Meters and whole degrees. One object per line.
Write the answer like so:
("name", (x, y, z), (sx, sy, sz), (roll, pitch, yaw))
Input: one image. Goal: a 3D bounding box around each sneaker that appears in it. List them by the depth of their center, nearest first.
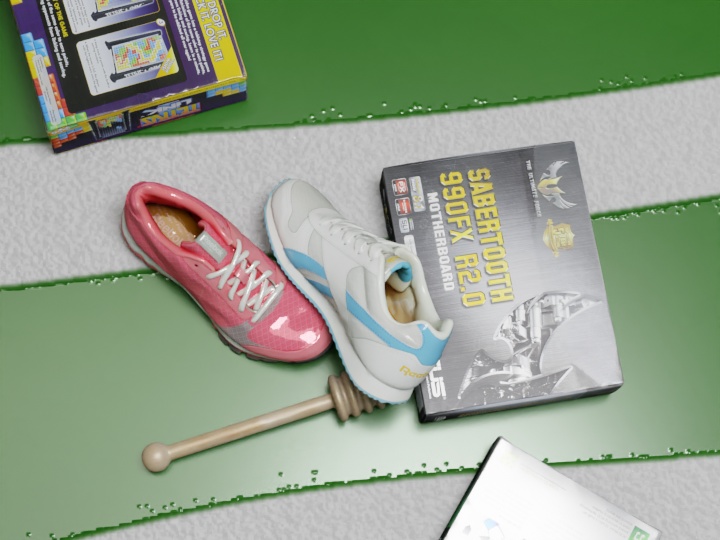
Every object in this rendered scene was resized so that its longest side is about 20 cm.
("sneaker", (0.000, 0.000, 1.146), (0.076, 0.081, 0.200), (-3, 51, -49))
("sneaker", (-0.106, 0.002, 1.158), (0.200, 0.087, 0.074), (36, 77, 6))

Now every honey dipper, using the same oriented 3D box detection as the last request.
("honey dipper", (-0.071, 0.114, 1.161), (0.199, 0.038, 0.038), (-17, 77, -3))

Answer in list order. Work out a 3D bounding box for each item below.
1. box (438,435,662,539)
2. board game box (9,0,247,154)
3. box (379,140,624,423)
("box", (0.116, 0.246, 1.133), (0.144, 0.036, 0.201), (30, 75, 5))
("board game box", (-0.197, -0.213, 1.227), (0.164, 0.057, 0.201), (-16, 76, -9))
("box", (0.107, 0.009, 1.187), (0.157, 0.048, 0.201), (-8, 76, -4))
